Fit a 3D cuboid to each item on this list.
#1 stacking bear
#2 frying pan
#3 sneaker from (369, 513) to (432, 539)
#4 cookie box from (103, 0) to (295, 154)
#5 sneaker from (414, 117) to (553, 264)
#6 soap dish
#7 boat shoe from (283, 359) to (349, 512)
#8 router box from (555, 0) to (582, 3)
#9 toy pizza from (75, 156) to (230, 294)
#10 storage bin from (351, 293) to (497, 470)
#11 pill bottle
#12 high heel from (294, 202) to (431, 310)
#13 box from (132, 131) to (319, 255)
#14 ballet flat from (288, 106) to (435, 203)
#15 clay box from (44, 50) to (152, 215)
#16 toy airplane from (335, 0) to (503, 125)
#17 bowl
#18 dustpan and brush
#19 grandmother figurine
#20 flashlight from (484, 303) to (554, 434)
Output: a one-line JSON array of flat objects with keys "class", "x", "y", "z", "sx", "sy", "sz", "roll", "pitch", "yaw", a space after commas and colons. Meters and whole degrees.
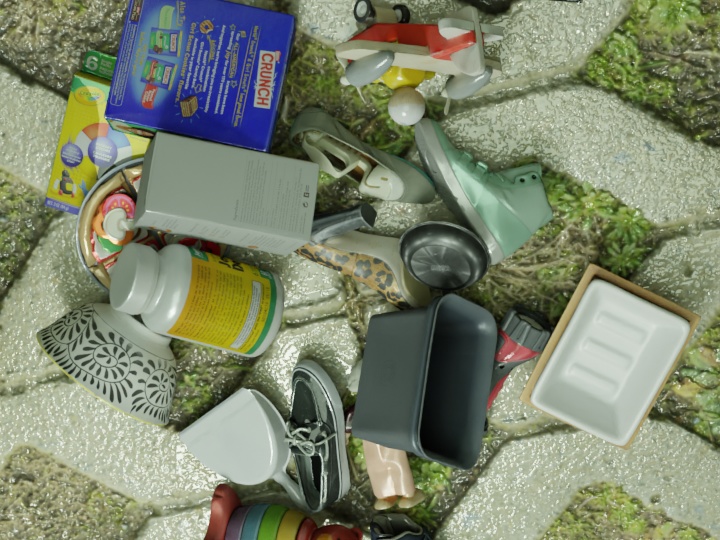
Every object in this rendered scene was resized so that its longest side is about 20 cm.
[{"class": "stacking bear", "x": -0.096, "y": 0.363, "z": 1.816, "sx": 0.198, "sy": 0.114, "sz": 0.123, "roll": 5, "pitch": 64, "yaw": 15}, {"class": "frying pan", "x": 0.093, "y": 0.009, "z": 1.709, "sx": 0.114, "sy": 0.031, "sz": 0.191, "roll": 18, "pitch": 138, "yaw": 1}, {"class": "sneaker", "x": 0.014, "y": 0.410, "z": 1.848, "sx": 0.201, "sy": 0.077, "sz": 0.147, "roll": -25, "pitch": 114, "yaw": 1}, {"class": "cookie box", "x": -0.190, "y": -0.236, "z": 1.658, "sx": 0.198, "sy": 0.075, "sz": 0.173, "roll": 12, "pitch": 85, "yaw": 0}, {"class": "sneaker", "x": 0.155, "y": -0.121, "z": 1.702, "sx": 0.118, "sy": 0.074, "sz": 0.201, "roll": -33, "pitch": 88, "yaw": -10}, {"class": "soap dish", "x": 0.312, "y": 0.105, "z": 1.740, "sx": 0.156, "sy": 0.081, "sz": 0.201, "roll": 25, "pitch": 106, "yaw": -3}, {"class": "boat shoe", "x": -0.066, "y": 0.218, "z": 1.803, "sx": 0.073, "sy": 0.068, "sz": 0.201, "roll": 11, "pitch": 116, "yaw": 36}, {"class": "router box", "x": 0.196, "y": -0.421, "z": 1.611, "sx": 0.147, "sy": 0.051, "sz": 0.202, "roll": 5, "pitch": 106, "yaw": 5}, {"class": "toy pizza", "x": -0.258, "y": -0.045, "z": 1.737, "sx": 0.198, "sy": 0.032, "sz": 0.202, "roll": -6, "pitch": 113, "yaw": -14}, {"class": "storage bin", "x": 0.077, "y": 0.139, "z": 1.713, "sx": 0.133, "sy": 0.145, "sz": 0.202, "roll": -3, "pitch": 71, "yaw": 42}, {"class": "pill bottle", "x": -0.203, "y": 0.032, "z": 1.708, "sx": 0.198, "sy": 0.113, "sz": 0.114, "roll": 17, "pitch": 109, "yaw": -29}, {"class": "high heel", "x": 0.000, "y": 0.000, "z": 1.762, "sx": 0.142, "sy": 0.072, "sz": 0.201, "roll": -13, "pitch": 125, "yaw": 37}, {"class": "box", "x": -0.162, "y": -0.089, "z": 1.656, "sx": 0.198, "sy": 0.124, "sz": 0.099, "roll": 10, "pitch": 81, "yaw": -15}, {"class": "ballet flat", "x": -0.002, "y": -0.126, "z": 1.704, "sx": 0.199, "sy": 0.064, "sz": 0.067, "roll": 33, "pitch": 141, "yaw": -3}, {"class": "clay box", "x": -0.317, "y": -0.164, "z": 1.731, "sx": 0.114, "sy": 0.048, "sz": 0.202, "roll": 16, "pitch": 108, "yaw": -2}, {"class": "toy airplane", "x": 0.071, "y": -0.238, "z": 1.599, "sx": 0.198, "sy": 0.199, "sz": 0.143, "roll": 8, "pitch": 97, "yaw": 1}, {"class": "bowl", "x": -0.298, "y": 0.099, "z": 1.739, "sx": 0.200, "sy": 0.201, "sz": 0.095, "roll": 36, "pitch": 93, "yaw": -6}, {"class": "dustpan and brush", "x": -0.130, "y": 0.256, "z": 1.842, "sx": 0.139, "sy": 0.057, "sz": 0.201, "roll": -35, "pitch": 94, "yaw": 25}, {"class": "grandmother figurine", "x": 0.024, "y": 0.211, "z": 1.809, "sx": 0.120, "sy": 0.061, "sz": 0.202, "roll": -9, "pitch": 103, "yaw": 14}, {"class": "flashlight", "x": 0.175, "y": 0.142, "z": 1.775, "sx": 0.067, "sy": 0.068, "sz": 0.201, "roll": 31, "pitch": 111, "yaw": 11}]
